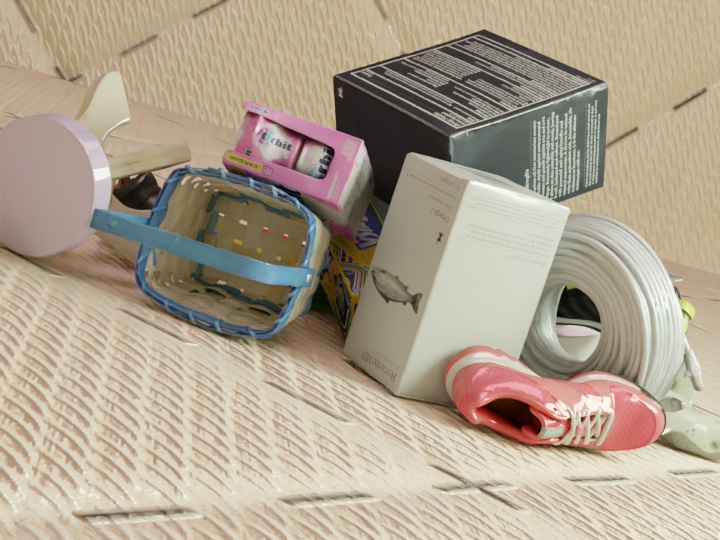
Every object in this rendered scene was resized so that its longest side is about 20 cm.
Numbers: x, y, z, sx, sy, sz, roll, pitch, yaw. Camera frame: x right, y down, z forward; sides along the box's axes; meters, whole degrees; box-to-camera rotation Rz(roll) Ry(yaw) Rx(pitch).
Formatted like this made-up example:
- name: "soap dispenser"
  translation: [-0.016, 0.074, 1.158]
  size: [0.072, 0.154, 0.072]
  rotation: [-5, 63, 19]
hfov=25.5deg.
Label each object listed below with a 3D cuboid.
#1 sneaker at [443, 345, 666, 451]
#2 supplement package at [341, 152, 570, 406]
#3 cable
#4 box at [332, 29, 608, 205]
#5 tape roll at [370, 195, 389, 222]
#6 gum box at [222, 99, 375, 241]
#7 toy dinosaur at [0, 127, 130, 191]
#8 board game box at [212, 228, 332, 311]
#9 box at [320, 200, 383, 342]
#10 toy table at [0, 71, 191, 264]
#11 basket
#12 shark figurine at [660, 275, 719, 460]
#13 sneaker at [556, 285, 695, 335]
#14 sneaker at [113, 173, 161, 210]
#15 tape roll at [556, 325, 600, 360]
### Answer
- name: "sneaker"
  translation: [0.169, 0.128, 1.366]
  size: [0.200, 0.074, 0.087]
  rotation: [13, 22, -7]
- name: "supplement package"
  translation: [0.084, 0.011, 1.435]
  size: [0.117, 0.200, 0.117]
  rotation: [13, 10, -30]
- name: "cable"
  translation: [0.203, 0.049, 1.470]
  size: [0.200, 0.200, 0.069]
  rotation: [-15, 0, 43]
- name: "box"
  translation: [0.108, -0.140, 1.597]
  size: [0.198, 0.123, 0.200]
  rotation: [-19, 33, -29]
- name: "tape roll"
  translation: [0.068, -0.101, 1.747]
  size: [0.200, 0.066, 0.200]
  rotation: [-6, 22, 3]
- name: "gum box"
  translation: [-0.054, -0.092, 1.491]
  size: [0.113, 0.066, 0.200]
  rotation: [20, -7, 7]
- name: "toy dinosaur"
  translation: [-0.328, -0.100, 1.762]
  size: [0.136, 0.086, 0.200]
  rotation: [29, 18, 24]
- name: "board game box"
  translation: [-0.093, -0.006, 1.748]
  size: [0.200, 0.040, 0.153]
  rotation: [25, 11, 42]
- name: "box"
  translation: [0.000, 0.000, 1.592]
  size: [0.070, 0.064, 0.200]
  rotation: [-5, 29, -12]
- name: "toy table"
  translation: [-0.256, -0.088, 1.475]
  size: [0.117, 0.184, 0.200]
  rotation: [-14, 14, -41]
- name: "basket"
  translation: [-0.119, -0.016, 1.401]
  size: [0.176, 0.139, 0.200]
  rotation: [20, 0, 22]
- name: "shark figurine"
  translation: [0.281, 0.108, 1.574]
  size: [0.128, 0.215, 0.090]
  rotation: [-14, -24, -15]
- name: "sneaker"
  translation: [0.229, 0.014, 1.536]
  size: [0.200, 0.072, 0.083]
  rotation: [17, -34, 21]
- name: "sneaker"
  translation: [-0.217, -0.041, 1.651]
  size: [0.091, 0.076, 0.200]
  rotation: [51, -4, 2]
- name: "tape roll"
  translation: [0.186, 0.025, 1.683]
  size: [0.202, 0.071, 0.202]
  rotation: [6, 41, -5]
